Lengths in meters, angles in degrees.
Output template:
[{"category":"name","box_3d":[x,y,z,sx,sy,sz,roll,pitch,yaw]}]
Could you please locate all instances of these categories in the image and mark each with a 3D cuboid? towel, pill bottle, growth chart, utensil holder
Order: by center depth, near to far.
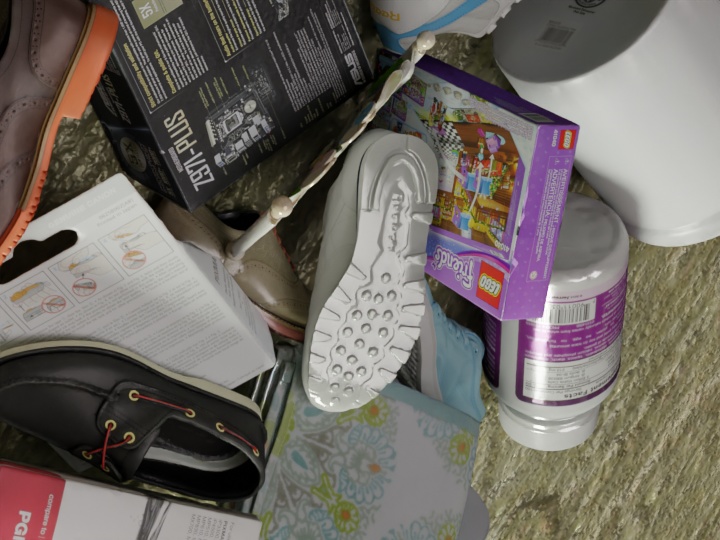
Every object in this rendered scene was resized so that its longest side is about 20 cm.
[{"category":"growth chart","box_3d":[-0.018,-0.083,1.204,0.018,0.145,0.200,42,59,-5]},{"category":"towel","box_3d":[-0.008,0.158,1.299,0.200,0.048,0.171,25,71,-30]},{"category":"utensil holder","box_3d":[0.216,-0.143,1.365,0.170,0.170,0.200,-51,129,-8]},{"category":"pill bottle","box_3d":[0.152,0.045,1.425,0.112,0.112,0.200,-27,137,-26]}]

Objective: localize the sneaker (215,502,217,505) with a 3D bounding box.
[{"category":"sneaker","box_3d":[-0.056,0.160,1.369,0.200,0.077,0.089,66,35,-34]}]

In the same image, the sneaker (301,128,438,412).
[{"category":"sneaker","box_3d":[0.000,0.000,1.261,0.076,0.080,0.200,16,90,-27]}]

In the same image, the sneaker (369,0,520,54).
[{"category":"sneaker","box_3d":[0.091,-0.220,1.301,0.200,0.077,0.081,-22,132,-23]}]

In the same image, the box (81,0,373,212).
[{"category":"box","box_3d":[-0.104,-0.168,1.154,0.164,0.086,0.200,-38,128,-19]}]

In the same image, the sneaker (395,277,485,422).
[{"category":"sneaker","box_3d":[0.054,0.056,1.397,0.082,0.074,0.200,-39,137,-29]}]

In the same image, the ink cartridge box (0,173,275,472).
[{"category":"ink cartridge box","box_3d":[-0.170,0.028,1.176,0.162,0.057,0.200,-29,126,8]}]

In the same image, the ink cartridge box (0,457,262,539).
[{"category":"ink cartridge box","box_3d":[-0.188,0.176,1.180,0.200,0.147,0.083,18,81,-35]}]

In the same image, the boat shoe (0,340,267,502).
[{"category":"boat shoe","box_3d":[-0.150,0.099,1.170,0.201,0.063,0.074,19,125,-27]}]

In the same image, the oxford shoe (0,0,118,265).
[{"category":"oxford shoe","box_3d":[-0.215,-0.074,1.053,0.072,0.071,0.200,24,95,-21]}]

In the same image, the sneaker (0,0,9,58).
[{"category":"sneaker","box_3d":[-0.242,-0.078,1.093,0.075,0.070,0.200,30,89,-35]}]

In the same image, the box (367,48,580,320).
[{"category":"box","box_3d":[0.068,-0.064,1.259,0.039,0.200,0.137,-2,112,-32]}]

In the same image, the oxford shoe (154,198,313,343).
[{"category":"oxford shoe","box_3d":[-0.067,0.000,1.272,0.200,0.070,0.075,25,89,-43]}]

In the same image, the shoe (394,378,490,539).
[{"category":"shoe","box_3d":[0.011,0.145,1.399,0.200,0.091,0.071,51,60,-10]}]
